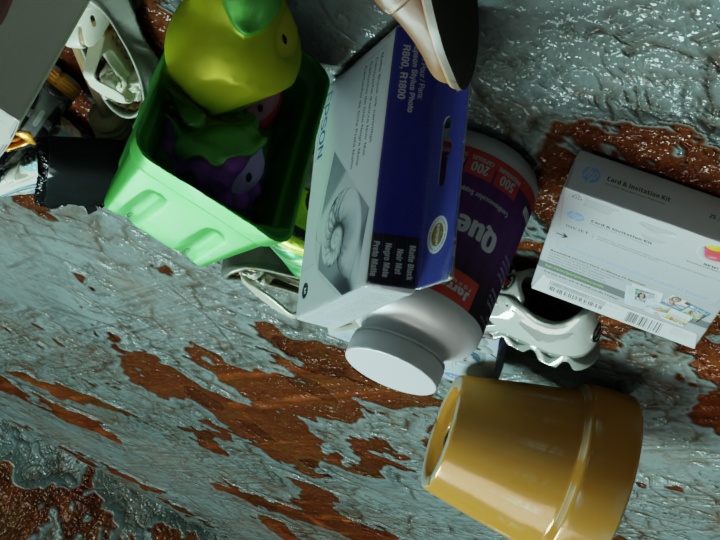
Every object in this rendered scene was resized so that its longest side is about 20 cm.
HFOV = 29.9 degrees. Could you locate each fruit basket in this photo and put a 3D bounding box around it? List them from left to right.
[{"bbox_3d":[-0.088,-0.131,0.977,0.155,0.216,0.216,34,156,-23],"label":"fruit basket"}]

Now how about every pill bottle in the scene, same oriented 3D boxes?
[{"bbox_3d":[0.061,-0.007,1.075,0.112,0.200,0.112,20,158,8],"label":"pill bottle"}]

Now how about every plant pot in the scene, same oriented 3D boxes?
[{"bbox_3d":[0.169,0.196,1.408,0.183,0.200,0.200,20,159,-4],"label":"plant pot"}]

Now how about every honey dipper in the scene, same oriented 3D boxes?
[{"bbox_3d":[-0.242,-0.171,1.231,0.038,0.038,0.200,20,157,10],"label":"honey dipper"}]

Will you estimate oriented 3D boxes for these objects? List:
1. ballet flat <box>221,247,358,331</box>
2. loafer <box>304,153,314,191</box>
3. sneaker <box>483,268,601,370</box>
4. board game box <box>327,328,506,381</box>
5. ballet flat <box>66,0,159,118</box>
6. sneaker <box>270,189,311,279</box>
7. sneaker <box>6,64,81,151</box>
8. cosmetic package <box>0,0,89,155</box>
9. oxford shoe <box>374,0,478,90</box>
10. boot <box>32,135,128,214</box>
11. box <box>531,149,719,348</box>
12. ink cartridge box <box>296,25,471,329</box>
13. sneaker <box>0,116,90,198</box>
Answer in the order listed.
[{"bbox_3d":[-0.034,0.023,1.249,0.200,0.064,0.067,22,161,0],"label":"ballet flat"},{"bbox_3d":[-0.064,-0.060,1.282,0.072,0.063,0.200,25,162,-15],"label":"loafer"},{"bbox_3d":[0.131,0.023,1.265,0.200,0.074,0.089,14,144,17],"label":"sneaker"},{"bbox_3d":[0.056,0.052,1.422,0.200,0.043,0.199,20,160,10],"label":"board game box"},{"bbox_3d":[-0.215,-0.195,1.112,0.067,0.064,0.200,15,156,22],"label":"ballet flat"},{"bbox_3d":[0.000,0.000,1.175,0.200,0.074,0.084,37,162,0],"label":"sneaker"},{"bbox_3d":[-0.350,-0.154,1.328,0.078,0.077,0.200,34,158,-27],"label":"sneaker"},{"bbox_3d":[-0.241,-0.194,0.956,0.087,0.200,0.103,29,157,-17],"label":"cosmetic package"},{"bbox_3d":[0.024,-0.195,0.853,0.071,0.071,0.200,-1,139,29],"label":"oxford shoe"},{"bbox_3d":[-0.217,-0.102,1.243,0.162,0.073,0.198,4,164,-13],"label":"boot"},{"bbox_3d":[0.230,-0.012,1.105,0.156,0.041,0.200,20,159,9],"label":"box"},{"bbox_3d":[0.013,-0.070,0.984,0.041,0.200,0.200,12,163,-22],"label":"ink cartridge box"},{"bbox_3d":[-0.336,-0.102,1.436,0.086,0.078,0.200,33,157,-29],"label":"sneaker"}]
